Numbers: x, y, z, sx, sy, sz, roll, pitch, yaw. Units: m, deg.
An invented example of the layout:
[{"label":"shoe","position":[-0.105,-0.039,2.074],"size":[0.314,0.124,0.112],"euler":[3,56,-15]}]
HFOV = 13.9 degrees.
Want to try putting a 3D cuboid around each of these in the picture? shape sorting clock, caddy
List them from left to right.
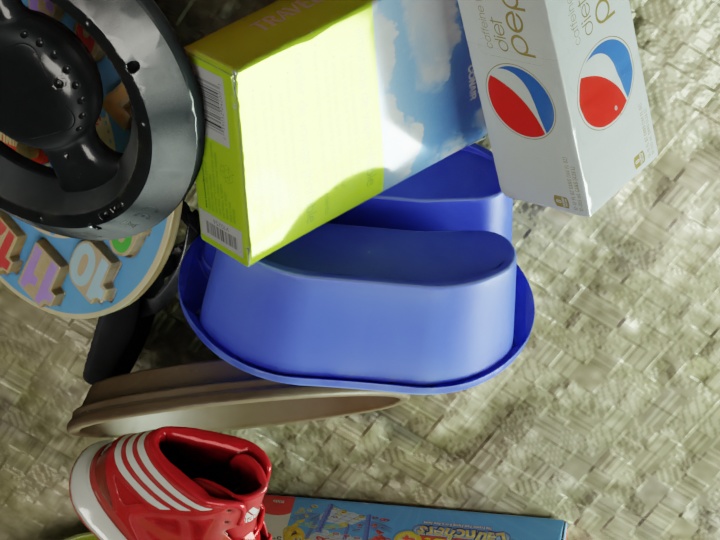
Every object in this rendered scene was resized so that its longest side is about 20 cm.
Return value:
[{"label":"shape sorting clock","position":[-0.172,-0.070,1.634],"size":[0.200,0.039,0.201],"euler":[19,119,40]},{"label":"caddy","position":[0.000,0.000,1.630],"size":[0.199,0.142,0.105],"euler":[5,134,-3]}]

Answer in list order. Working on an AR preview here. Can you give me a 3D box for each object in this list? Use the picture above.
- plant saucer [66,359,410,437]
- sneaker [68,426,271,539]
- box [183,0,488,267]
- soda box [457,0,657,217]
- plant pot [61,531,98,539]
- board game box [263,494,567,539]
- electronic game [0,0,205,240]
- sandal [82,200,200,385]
[{"label":"plant saucer","position":[-0.071,0.072,1.707],"size":[0.200,0.200,0.030],"euler":[-9,83,18]},{"label":"sneaker","position":[-0.073,0.169,1.734],"size":[0.200,0.078,0.115],"euler":[42,145,-19]},{"label":"box","position":[-0.001,-0.098,1.561],"size":[0.048,0.200,0.122],"euler":[30,136,39]},{"label":"soda box","position":[0.098,-0.131,1.554],"size":[0.064,0.068,0.200],"euler":[15,133,39]},{"label":"plant pot","position":[-0.143,0.299,1.886],"size":[0.187,0.187,0.200],"euler":[-2,140,14]},{"label":"board game box","position":[0.030,0.240,1.866],"size":[0.199,0.056,0.196],"euler":[4,127,10]},{"label":"electronic game","position":[-0.168,-0.100,1.528],"size":[0.200,0.042,0.200],"euler":[18,133,21]},{"label":"sandal","position":[-0.115,-0.003,1.708],"size":[0.043,0.076,0.200],"euler":[26,139,7]}]
